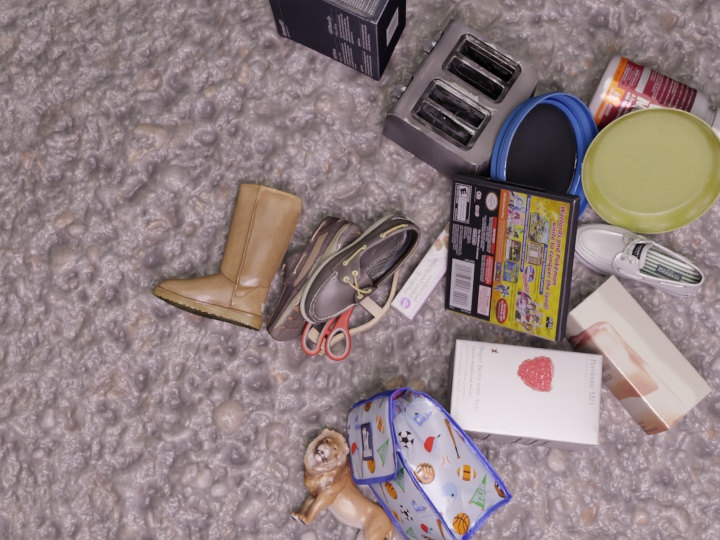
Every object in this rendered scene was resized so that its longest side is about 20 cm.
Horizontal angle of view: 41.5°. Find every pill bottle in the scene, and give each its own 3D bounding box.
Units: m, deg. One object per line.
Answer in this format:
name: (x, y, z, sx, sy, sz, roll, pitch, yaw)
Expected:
pill bottle: (0.432, -0.223, 1.377, 0.197, 0.110, 0.111, 26, 79, 7)

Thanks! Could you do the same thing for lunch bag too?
lunch bag: (0.069, 0.248, 1.226, 0.123, 0.170, 0.202, -35, 91, -26)

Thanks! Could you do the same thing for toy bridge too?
toy bridge: (0.006, 0.045, 1.371, 0.067, 0.027, 0.201, 39, 82, 9)

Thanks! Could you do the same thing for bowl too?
bowl: (0.261, -0.148, 1.341, 0.198, 0.039, 0.205, -10, 107, -35)

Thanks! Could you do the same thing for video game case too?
video game case: (0.202, -0.019, 1.291, 0.178, 0.025, 0.204, 15, 115, 31)

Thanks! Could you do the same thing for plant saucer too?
plant saucer: (0.412, -0.144, 1.341, 0.196, 0.203, 0.031, 11, 38, 5)

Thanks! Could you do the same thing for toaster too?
toaster: (0.151, -0.234, 1.383, 0.198, 0.119, 0.182, 34, 81, 8)

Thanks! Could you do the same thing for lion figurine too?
lion figurine: (-0.014, 0.323, 1.297, 0.200, 0.072, 0.123, 46, 69, -4)

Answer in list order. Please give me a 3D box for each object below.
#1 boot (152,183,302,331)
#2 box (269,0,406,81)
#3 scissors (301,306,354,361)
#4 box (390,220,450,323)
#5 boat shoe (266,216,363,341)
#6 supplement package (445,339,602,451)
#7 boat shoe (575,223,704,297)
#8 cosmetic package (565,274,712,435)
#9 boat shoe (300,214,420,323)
boot: (-0.191, -0.029, 1.380, 0.172, 0.066, 0.204, 16, 77, -3)
box: (-0.032, -0.393, 1.382, 0.180, 0.200, 0.106, 25, 80, 6)
scissors: (-0.019, 0.034, 1.353, 0.072, 0.014, 0.203, 23, 81, 6)
box: (0.115, -0.017, 1.376, 0.038, 0.041, 0.201, 34, 80, 9)
boat shoe: (-0.073, 0.010, 1.369, 0.073, 0.075, 0.201, 33, 83, 35)
supplement package: (0.217, 0.170, 1.289, 0.196, 0.120, 0.124, 6, 76, 3)
boat shoe: (0.396, -0.023, 1.354, 0.196, 0.067, 0.075, 18, 78, 6)
cosmetic package: (0.372, 0.118, 1.306, 0.087, 0.104, 0.201, -37, 78, -8)
boat shoe: (0.000, 0.000, 1.314, 0.201, 0.060, 0.072, -44, 116, -11)
